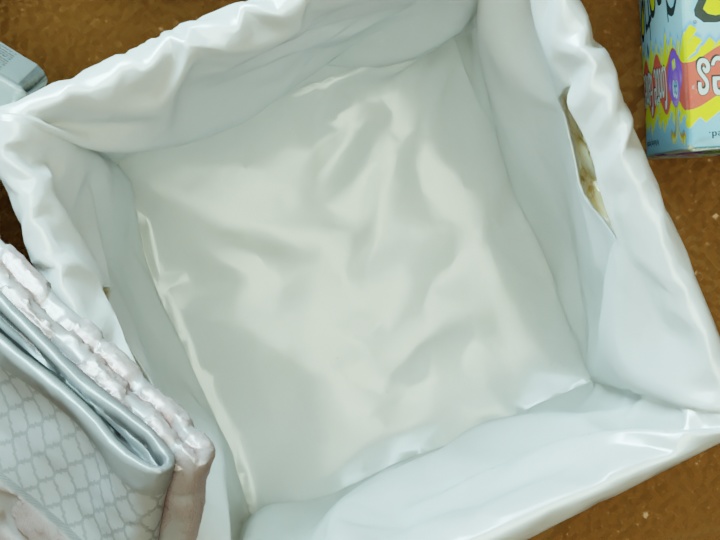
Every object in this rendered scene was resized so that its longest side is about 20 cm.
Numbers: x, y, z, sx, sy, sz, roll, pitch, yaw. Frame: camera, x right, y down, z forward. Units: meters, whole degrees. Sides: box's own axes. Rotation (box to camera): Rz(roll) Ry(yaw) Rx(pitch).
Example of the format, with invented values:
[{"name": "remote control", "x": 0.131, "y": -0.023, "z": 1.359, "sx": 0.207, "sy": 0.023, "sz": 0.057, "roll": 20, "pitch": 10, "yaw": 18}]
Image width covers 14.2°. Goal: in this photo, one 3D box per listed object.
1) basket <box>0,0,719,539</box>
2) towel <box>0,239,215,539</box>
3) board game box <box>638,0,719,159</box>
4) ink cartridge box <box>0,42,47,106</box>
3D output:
[{"name": "basket", "x": 0.000, "y": 0.000, "z": 1.001, "sx": 0.200, "sy": 0.161, "sz": 0.198, "roll": -23, "pitch": 92, "yaw": -2}, {"name": "towel", "x": -0.138, "y": 0.067, "z": 0.966, "sx": 0.032, "sy": 0.191, "sz": 0.200, "roll": -27, "pitch": 58, "yaw": -39}, {"name": "board game box", "x": 0.153, "y": -0.143, "z": 1.035, "sx": 0.103, "sy": 0.105, "sz": 0.200, "roll": -4, "pitch": 90, "yaw": -3}, {"name": "ink cartridge box", "x": -0.239, "y": -0.048, "z": 1.020, "sx": 0.200, "sy": 0.044, "sz": 0.174, "roll": 32, "pitch": 106, "yaw": -3}]
